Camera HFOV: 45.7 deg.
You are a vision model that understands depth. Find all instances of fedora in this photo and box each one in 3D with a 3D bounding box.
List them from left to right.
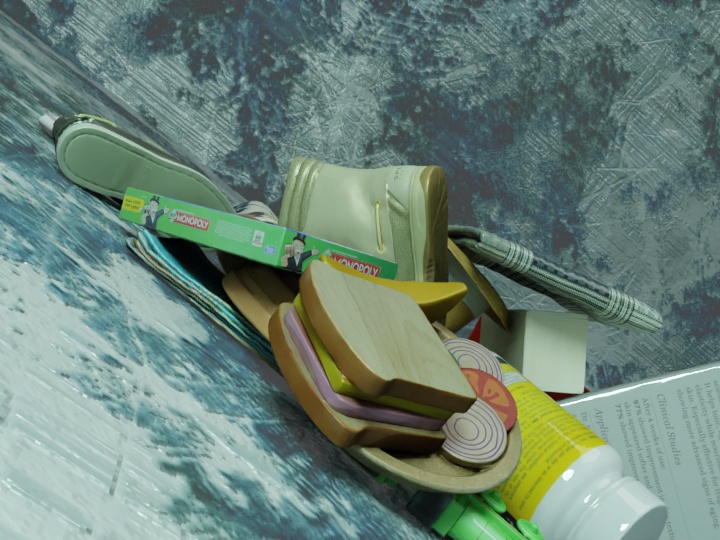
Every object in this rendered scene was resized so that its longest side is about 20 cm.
[{"bbox_3d":[0.063,0.007,0.870,0.201,0.082,0.201,46,-1,1],"label":"fedora"}]

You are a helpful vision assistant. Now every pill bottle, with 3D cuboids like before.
[{"bbox_3d":[0.144,0.166,0.707,0.199,0.115,0.114,39,2,39],"label":"pill bottle"}]

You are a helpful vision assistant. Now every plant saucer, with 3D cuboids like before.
[{"bbox_3d":[-0.025,0.059,0.692,0.199,0.038,0.200,40,1,-1],"label":"plant saucer"}]

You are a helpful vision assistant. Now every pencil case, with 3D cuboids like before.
[{"bbox_3d":[-0.116,-0.027,0.961,0.091,0.077,0.200,65,-6,-15],"label":"pencil case"}]

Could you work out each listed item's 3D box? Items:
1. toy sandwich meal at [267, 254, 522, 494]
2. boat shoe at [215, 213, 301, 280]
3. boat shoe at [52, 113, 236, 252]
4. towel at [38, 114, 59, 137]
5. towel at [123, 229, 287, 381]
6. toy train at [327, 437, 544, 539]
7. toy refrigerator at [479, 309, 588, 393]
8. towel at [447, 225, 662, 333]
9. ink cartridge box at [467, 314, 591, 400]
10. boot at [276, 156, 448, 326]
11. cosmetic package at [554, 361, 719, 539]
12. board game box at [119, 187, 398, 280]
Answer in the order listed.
[{"bbox_3d":[0.032,0.057,0.562,0.202,0.071,0.207,24,29,-14],"label":"toy sandwich meal"},{"bbox_3d":[-0.065,0.026,0.846,0.199,0.072,0.065,41,-7,-2],"label":"boat shoe"},{"bbox_3d":[-0.199,-0.085,0.810,0.200,0.072,0.061,34,7,-40],"label":"boat shoe"},{"bbox_3d":[-0.247,-0.114,0.953,0.145,0.030,0.200,32,4,20],"label":"towel"},{"bbox_3d":[-0.092,0.037,0.704,0.199,0.022,0.147,39,2,5],"label":"towel"},{"bbox_3d":[0.061,0.153,0.557,0.199,0.042,0.056,39,12,12],"label":"toy train"},{"bbox_3d":[0.180,0.081,0.907,0.068,0.078,0.200,5,-3,-3],"label":"toy refrigerator"},{"bbox_3d":[0.174,0.008,0.843,0.189,0.035,0.200,24,2,-7],"label":"towel"},{"bbox_3d":[0.190,0.170,1.053,0.199,0.043,0.175,38,-40,15],"label":"ink cartridge box"},{"bbox_3d":[0.000,0.000,0.783,0.152,0.205,0.073,8,22,23],"label":"boot"},{"bbox_3d":[0.291,0.187,0.812,0.166,0.196,0.171,45,32,-77],"label":"cosmetic package"},{"bbox_3d":[-0.084,-0.024,0.689,0.198,0.030,0.133,16,0,40],"label":"board game box"}]
